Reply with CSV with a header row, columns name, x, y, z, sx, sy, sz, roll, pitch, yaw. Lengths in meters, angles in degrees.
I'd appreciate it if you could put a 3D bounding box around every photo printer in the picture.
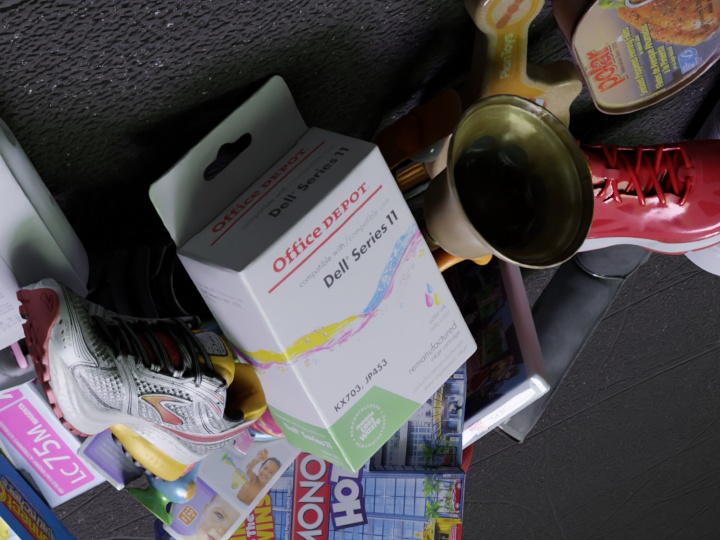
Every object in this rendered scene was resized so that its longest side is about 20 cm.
name,x,y,z,sx,sy,sz,roll,pitch,yaw
photo printer,-0.237,-0.010,0.970,0.165,0.070,0.200,-28,158,-4

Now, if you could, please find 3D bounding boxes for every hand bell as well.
name,x,y,z,sx,sy,sz,roll,pitch,yaw
hand bell,0.042,-0.024,1.162,0.103,0.105,0.200,-12,171,-35

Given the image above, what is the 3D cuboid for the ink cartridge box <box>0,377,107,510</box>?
name,x,y,z,sx,sy,sz,roll,pitch,yaw
ink cartridge box,-0.268,0.124,1.175,0.199,0.042,0.120,-26,125,12

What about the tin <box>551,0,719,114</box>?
name,x,y,z,sx,sy,sz,roll,pitch,yaw
tin,0.180,-0.162,1.195,0.111,0.042,0.200,-34,158,3

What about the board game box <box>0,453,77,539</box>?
name,x,y,z,sx,sy,sz,roll,pitch,yaw
board game box,-0.302,0.165,1.139,0.199,0.056,0.196,-27,125,10

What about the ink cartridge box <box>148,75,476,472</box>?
name,x,y,z,sx,sy,sz,roll,pitch,yaw
ink cartridge box,-0.025,0.002,1.087,0.117,0.067,0.201,-44,126,-22

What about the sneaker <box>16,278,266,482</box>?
name,x,y,z,sx,sy,sz,roll,pitch,yaw
sneaker,-0.117,0.047,1.023,0.082,0.078,0.200,-28,152,12

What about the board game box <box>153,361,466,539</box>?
name,x,y,z,sx,sy,sz,roll,pitch,yaw
board game box,-0.033,0.126,1.234,0.198,0.202,0.062,1,-171,-10

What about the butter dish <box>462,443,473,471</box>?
name,x,y,z,sx,sy,sz,roll,pitch,yaw
butter dish,0.021,0.162,1.498,0.199,0.148,0.200,-35,-171,18

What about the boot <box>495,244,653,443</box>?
name,x,y,z,sx,sy,sz,roll,pitch,yaw
boot,0.153,0.032,1.457,0.200,0.072,0.182,-47,159,-6

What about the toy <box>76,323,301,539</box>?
name,x,y,z,sx,sy,sz,roll,pitch,yaw
toy,-0.064,0.073,1.156,0.200,0.115,0.047,-48,-157,-5

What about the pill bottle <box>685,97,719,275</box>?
name,x,y,z,sx,sy,sz,roll,pitch,yaw
pill bottle,0.307,-0.084,1.415,0.112,0.114,0.200,-19,157,-22

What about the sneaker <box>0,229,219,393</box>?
name,x,y,z,sx,sy,sz,roll,pitch,yaw
sneaker,-0.158,0.020,1.087,0.199,0.071,0.099,-22,-171,-31

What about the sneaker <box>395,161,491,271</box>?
name,x,y,z,sx,sy,sz,roll,pitch,yaw
sneaker,0.000,0.000,1.276,0.199,0.078,0.078,-33,160,13

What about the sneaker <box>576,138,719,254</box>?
name,x,y,z,sx,sy,sz,roll,pitch,yaw
sneaker,0.186,-0.059,1.315,0.198,0.079,0.115,-14,160,23

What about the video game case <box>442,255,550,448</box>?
name,x,y,z,sx,sy,sz,roll,pitch,yaw
video game case,0.046,0.072,1.369,0.182,0.201,0.023,-36,118,17

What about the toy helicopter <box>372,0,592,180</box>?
name,x,y,z,sx,sy,sz,roll,pitch,yaw
toy helicopter,0.074,-0.111,1.158,0.131,0.079,0.201,-15,145,-10
